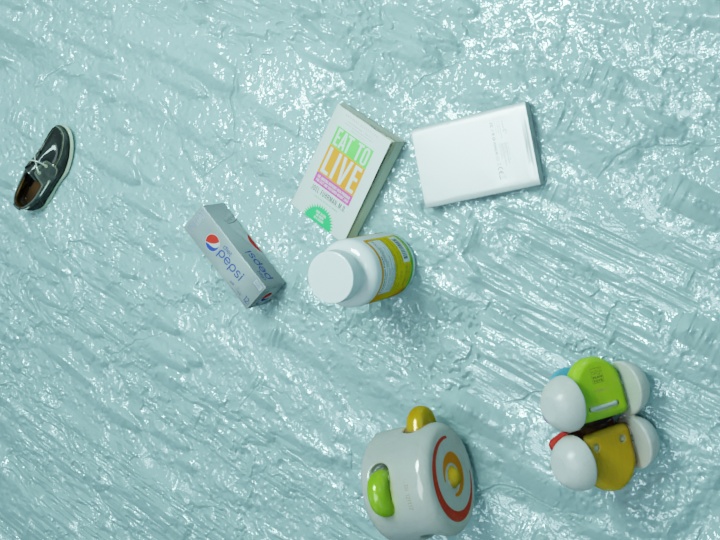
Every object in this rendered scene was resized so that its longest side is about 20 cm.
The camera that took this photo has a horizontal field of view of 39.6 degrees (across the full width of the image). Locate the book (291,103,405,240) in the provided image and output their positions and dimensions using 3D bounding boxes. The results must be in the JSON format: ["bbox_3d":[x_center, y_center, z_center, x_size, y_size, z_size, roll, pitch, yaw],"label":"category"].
[{"bbox_3d":[-0.026,-0.166,1.711,0.133,0.048,0.201,36,114,24],"label":"book"}]

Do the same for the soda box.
[{"bbox_3d":[-0.229,-0.029,1.821,0.063,0.068,0.200,-46,75,26],"label":"soda box"}]

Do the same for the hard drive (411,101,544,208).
[{"bbox_3d":[0.186,-0.183,1.601,0.199,0.026,0.132,-10,92,29],"label":"hard drive"}]

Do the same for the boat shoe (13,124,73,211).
[{"bbox_3d":[-0.642,-0.206,2.024,0.072,0.068,0.200,40,112,20],"label":"boat shoe"}]

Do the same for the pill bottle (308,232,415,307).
[{"bbox_3d":[0.000,0.000,1.625,0.111,0.200,0.112,4,98,28],"label":"pill bottle"}]

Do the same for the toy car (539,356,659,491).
[{"bbox_3d":[0.343,0.229,1.513,0.150,0.174,0.201,-7,95,65],"label":"toy car"}]

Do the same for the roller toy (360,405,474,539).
[{"bbox_3d":[0.101,0.342,1.628,0.139,0.200,0.183,-15,124,29],"label":"roller toy"}]
